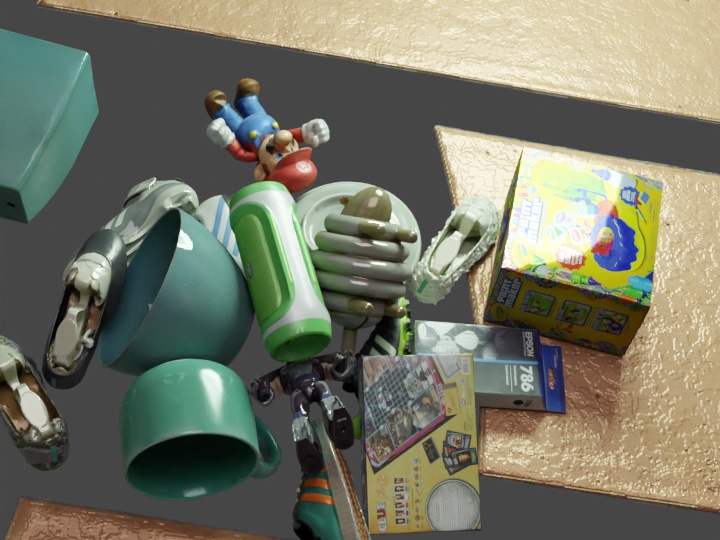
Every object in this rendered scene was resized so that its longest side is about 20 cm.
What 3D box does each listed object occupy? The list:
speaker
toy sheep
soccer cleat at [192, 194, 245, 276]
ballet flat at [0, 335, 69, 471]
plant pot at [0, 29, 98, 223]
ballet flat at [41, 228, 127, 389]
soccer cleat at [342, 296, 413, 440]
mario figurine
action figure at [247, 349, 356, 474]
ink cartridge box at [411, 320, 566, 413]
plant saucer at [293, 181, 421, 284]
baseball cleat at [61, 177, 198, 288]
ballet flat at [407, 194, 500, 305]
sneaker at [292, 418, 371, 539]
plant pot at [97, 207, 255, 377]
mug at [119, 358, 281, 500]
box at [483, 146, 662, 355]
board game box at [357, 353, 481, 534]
[{"bbox_3d":[-0.094,0.000,1.476,0.087,0.089,0.202,-10,64,-15],"label":"speaker"},{"bbox_3d":[0.000,0.000,1.516,0.136,0.138,0.203,13,91,0],"label":"toy sheep"},{"bbox_3d":[-0.158,-0.004,1.600,0.086,0.070,0.201,-28,62,-6],"label":"soccer cleat"},{"bbox_3d":[-0.393,0.135,1.462,0.072,0.072,0.201,-27,65,-24],"label":"ballet flat"},{"bbox_3d":[-0.438,-0.175,1.620,0.140,0.142,0.202,15,63,1],"label":"plant pot"},{"bbox_3d":[-0.325,0.041,1.496,0.072,0.073,0.202,16,77,2],"label":"ballet flat"},{"bbox_3d":[0.019,0.111,1.541,0.080,0.068,0.202,3,62,8],"label":"soccer cleat"},{"bbox_3d":[-0.123,-0.186,1.691,0.123,0.106,0.200,-45,60,6],"label":"mario figurine"},{"bbox_3d":[-0.058,0.140,1.457,0.129,0.070,0.200,-27,31,-1],"label":"action figure"},{"bbox_3d":[0.162,0.119,1.580,0.197,0.039,0.100,4,55,-7],"label":"ink cartridge box"},{"bbox_3d":[-0.021,-0.043,1.629,0.197,0.050,0.202,-2,57,2],"label":"plant saucer"},{"bbox_3d":[-0.296,-0.045,1.607,0.199,0.070,0.106,-33,34,-14],"label":"baseball cleat"},{"bbox_3d":[0.131,-0.037,1.661,0.071,0.072,0.201,29,57,10],"label":"ballet flat"},{"bbox_3d":[-0.047,0.257,1.434,0.079,0.072,0.201,-25,45,6],"label":"sneaker"},{"bbox_3d":[-0.203,0.047,1.495,0.134,0.200,0.202,28,53,-22],"label":"plant pot"},{"bbox_3d":[-0.188,0.177,1.432,0.150,0.185,0.115,-19,55,8],"label":"mug"},{"bbox_3d":[0.274,-0.025,1.642,0.190,0.123,0.202,13,56,1],"label":"box"},{"bbox_3d":[0.067,0.199,1.467,0.134,0.035,0.203,0,81,-9],"label":"board game box"}]
